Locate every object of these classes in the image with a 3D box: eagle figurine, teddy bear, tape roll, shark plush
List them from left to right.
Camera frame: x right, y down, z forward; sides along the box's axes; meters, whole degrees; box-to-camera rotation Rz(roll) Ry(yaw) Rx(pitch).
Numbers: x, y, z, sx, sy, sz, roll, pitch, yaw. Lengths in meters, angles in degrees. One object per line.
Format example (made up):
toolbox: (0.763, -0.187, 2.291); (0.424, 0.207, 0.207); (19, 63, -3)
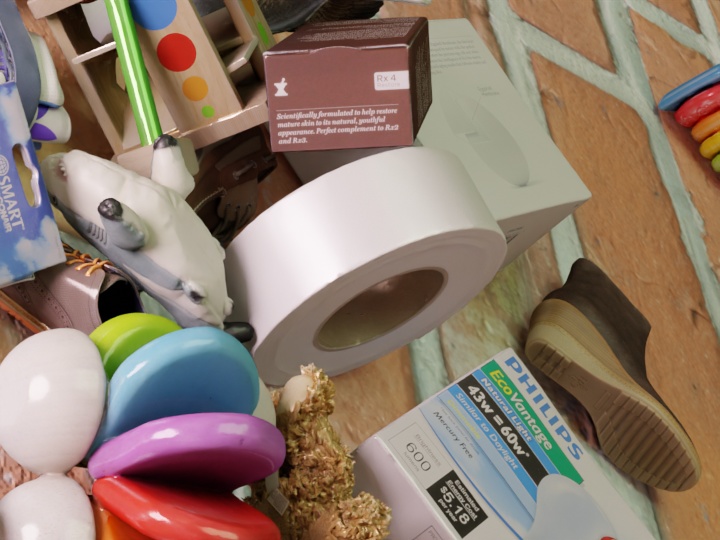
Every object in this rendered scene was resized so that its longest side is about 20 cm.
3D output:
shark plush: (-0.127, -0.003, 1.088); (0.200, 0.083, 0.091); (49, 39, -30)
eagle figurine: (-0.048, -0.238, 1.360); (0.152, 0.200, 0.151); (31, 34, -27)
teddy bear: (-0.031, 0.158, 1.019); (0.067, 0.145, 0.200); (11, 43, -38)
tape roll: (0.000, 0.000, 1.164); (0.202, 0.202, 0.071); (-2, 57, -50)

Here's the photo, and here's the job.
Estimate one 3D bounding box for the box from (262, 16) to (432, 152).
box: (-0.003, -0.136, 1.195); (0.200, 0.100, 0.075); (-60, 147, -76)

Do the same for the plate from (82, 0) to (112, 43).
plate: (-0.229, -0.282, 1.279); (0.200, 0.032, 0.200); (60, 32, -18)

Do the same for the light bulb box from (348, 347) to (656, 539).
light bulb box: (0.079, 0.186, 1.131); (0.198, 0.125, 0.200); (53, 34, 7)

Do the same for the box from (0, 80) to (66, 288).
box: (-0.269, -0.031, 0.954); (0.200, 0.048, 0.122); (-25, 103, -49)

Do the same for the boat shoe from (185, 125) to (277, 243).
boat shoe: (-0.107, -0.058, 1.217); (0.072, 0.076, 0.200); (45, 34, -10)

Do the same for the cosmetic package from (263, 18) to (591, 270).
cosmetic package: (0.055, -0.097, 1.401); (0.199, 0.123, 0.200); (-14, 68, -54)

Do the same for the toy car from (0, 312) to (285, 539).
toy car: (-0.107, 0.118, 0.931); (0.175, 0.150, 0.200); (15, 69, -40)

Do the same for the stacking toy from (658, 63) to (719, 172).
stacking toy: (0.443, -0.138, 1.943); (0.116, 0.110, 0.200); (-6, 71, -55)

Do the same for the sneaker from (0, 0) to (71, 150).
sneaker: (-0.252, -0.108, 1.090); (0.146, 0.081, 0.200); (24, 34, -26)

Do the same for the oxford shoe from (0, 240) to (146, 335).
oxford shoe: (-0.183, 0.006, 1.058); (0.200, 0.073, 0.071); (50, 33, 4)

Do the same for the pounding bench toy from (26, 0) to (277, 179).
pounding bench toy: (-0.144, -0.159, 1.150); (0.200, 0.124, 0.156); (-77, 145, -64)

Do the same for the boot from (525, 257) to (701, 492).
boot: (0.239, 0.086, 1.473); (0.200, 0.072, 0.166); (44, 34, 0)
